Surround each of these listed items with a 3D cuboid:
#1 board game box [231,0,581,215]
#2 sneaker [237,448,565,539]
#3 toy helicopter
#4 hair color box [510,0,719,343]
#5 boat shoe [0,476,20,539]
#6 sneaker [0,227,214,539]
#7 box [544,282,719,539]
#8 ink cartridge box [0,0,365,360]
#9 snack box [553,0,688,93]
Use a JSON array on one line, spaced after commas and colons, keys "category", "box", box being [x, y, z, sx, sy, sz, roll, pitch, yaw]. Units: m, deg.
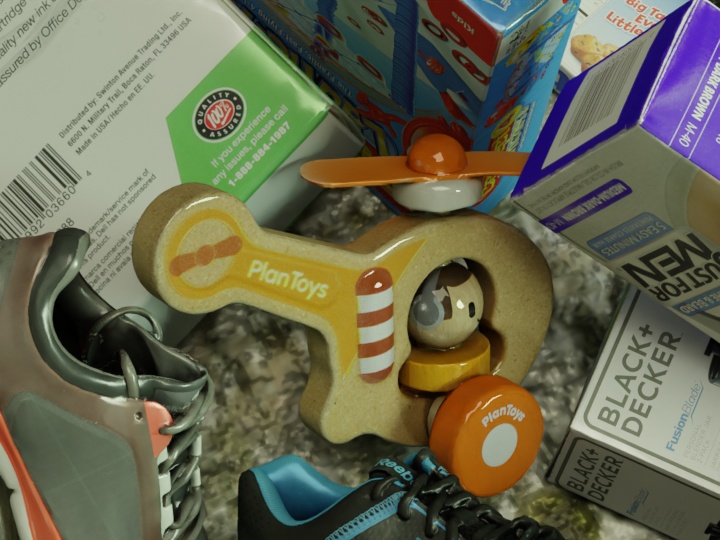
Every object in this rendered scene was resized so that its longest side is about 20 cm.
[{"category": "board game box", "box": [-0.010, -0.127, 1.170, 0.200, 0.196, 0.056, 42, 69, 13]}, {"category": "sneaker", "box": [0.030, 0.110, 1.077, 0.073, 0.199, 0.082, -19, 103, -53]}, {"category": "toy helicopter", "box": [0.000, 0.000, 1.109, 0.079, 0.199, 0.133, 31, 100, 48]}, {"category": "hair color box", "box": [0.167, -0.009, 1.088, 0.200, 0.109, 0.065, 32, 67, -12]}, {"category": "boat shoe", "box": [-0.146, 0.120, 1.098, 0.060, 0.076, 0.201, -21, 81, 28]}, {"category": "sneaker", "box": [-0.086, 0.071, 1.088, 0.082, 0.200, 0.077, -21, 27, 20]}, {"category": "box", "box": [0.188, 0.068, 1.180, 0.199, 0.060, 0.117, 25, 66, 5]}, {"category": "ink cartridge box", "box": [-0.120, -0.074, 1.172, 0.146, 0.084, 0.200, -45, 77, 3]}, {"category": "snack box", "box": [0.128, -0.086, 1.260, 0.200, 0.024, 0.072, 43, 67, 12]}]
